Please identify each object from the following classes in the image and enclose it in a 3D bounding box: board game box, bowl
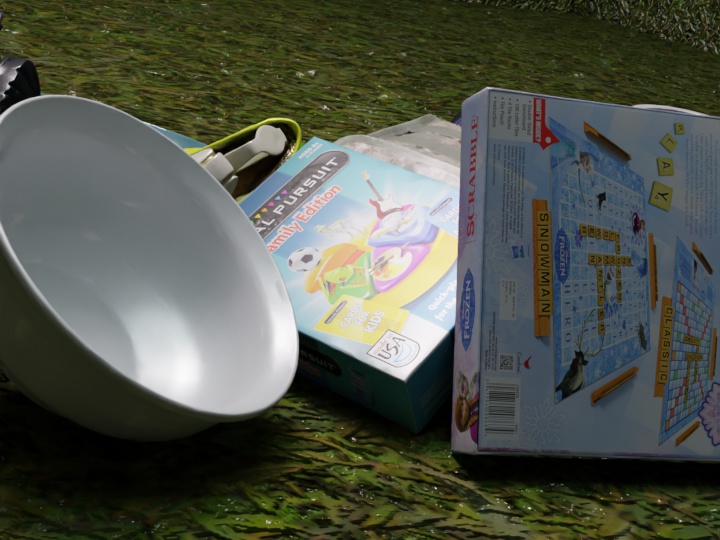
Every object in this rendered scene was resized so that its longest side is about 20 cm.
[{"bbox_3d":[0.000,0.000,0.836,0.199,0.047,0.151,22,53,35],"label":"board game box"},{"bbox_3d":[0.152,0.008,0.767,0.197,0.203,0.041,5,-7,-17],"label":"board game box"},{"bbox_3d":[-0.133,0.015,0.696,0.200,0.090,0.202,37,28,-24],"label":"bowl"}]

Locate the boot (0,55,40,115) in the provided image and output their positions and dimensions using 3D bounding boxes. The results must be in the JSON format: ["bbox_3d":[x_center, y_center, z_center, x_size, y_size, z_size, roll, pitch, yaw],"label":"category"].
[{"bbox_3d":[-0.277,-0.041,0.718,0.166,0.202,0.077,13,-18,3],"label":"boot"}]

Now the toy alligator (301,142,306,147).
[{"bbox_3d":[-0.050,-0.053,1.102,0.054,0.059,0.200,51,18,-15],"label":"toy alligator"}]

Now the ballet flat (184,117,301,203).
[{"bbox_3d":[-0.109,-0.073,1.017,0.067,0.067,0.200,-31,4,39],"label":"ballet flat"}]

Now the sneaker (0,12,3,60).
[{"bbox_3d":[-0.337,-0.173,0.996,0.114,0.077,0.200,-6,29,-43],"label":"sneaker"}]

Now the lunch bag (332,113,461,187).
[{"bbox_3d":[0.054,-0.031,0.976,0.163,0.119,0.199,24,29,32],"label":"lunch bag"}]

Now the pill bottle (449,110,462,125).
[{"bbox_3d":[0.126,-0.089,1.200,0.110,0.113,0.200,8,18,-7],"label":"pill bottle"}]

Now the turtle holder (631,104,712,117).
[{"bbox_3d":[0.176,-0.041,0.879,0.184,0.133,0.141,21,31,13],"label":"turtle holder"}]

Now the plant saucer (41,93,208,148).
[{"bbox_3d":[-0.204,-0.110,1.116,0.198,0.028,0.200,17,9,-3],"label":"plant saucer"}]
